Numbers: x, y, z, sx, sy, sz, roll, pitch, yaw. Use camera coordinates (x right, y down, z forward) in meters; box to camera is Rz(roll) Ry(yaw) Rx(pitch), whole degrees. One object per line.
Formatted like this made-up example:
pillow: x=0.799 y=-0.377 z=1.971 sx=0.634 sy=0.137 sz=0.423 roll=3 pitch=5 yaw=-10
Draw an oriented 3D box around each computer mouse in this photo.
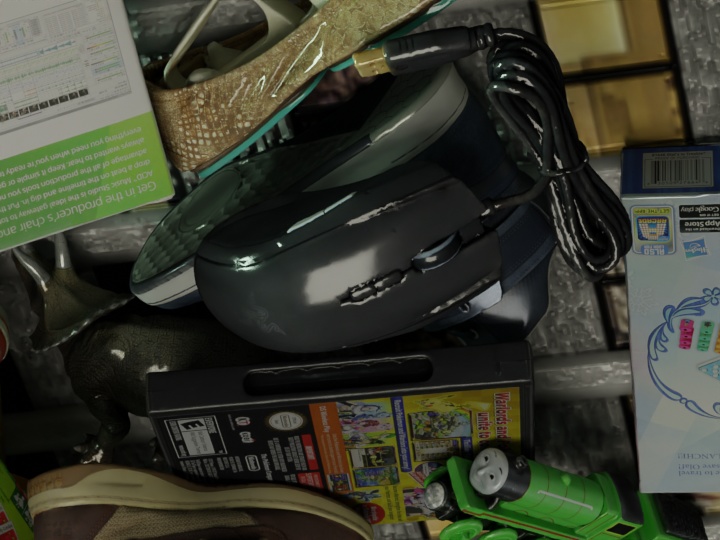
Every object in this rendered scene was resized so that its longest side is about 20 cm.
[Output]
computer mouse: x=0.008 y=-0.029 z=1.123 sx=0.199 sy=0.046 sz=0.141 roll=-12 pitch=123 yaw=15

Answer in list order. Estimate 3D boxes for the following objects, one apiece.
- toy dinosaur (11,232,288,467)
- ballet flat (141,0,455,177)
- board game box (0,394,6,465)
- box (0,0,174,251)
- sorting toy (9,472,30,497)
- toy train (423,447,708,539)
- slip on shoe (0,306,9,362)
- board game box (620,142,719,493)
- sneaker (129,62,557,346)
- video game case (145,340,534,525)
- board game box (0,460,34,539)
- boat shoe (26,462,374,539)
toy dinosaur: x=-0.093 y=0.053 z=1.293 sx=0.199 sy=0.077 sz=0.102 roll=18 pitch=147 yaw=-4
ballet flat: x=-0.026 y=-0.113 z=1.146 sx=0.199 sy=0.071 sz=0.065 roll=-34 pitch=105 yaw=28
board game box: x=-0.264 y=0.042 z=1.331 sx=0.152 sy=0.040 sz=0.201 roll=6 pitch=132 yaw=2
box: x=-0.174 y=-0.103 z=1.128 sx=0.143 sy=0.036 sz=0.201 roll=-18 pitch=116 yaw=-10
sorting toy: x=-0.196 y=0.148 z=1.371 sx=0.199 sy=0.037 sz=0.185 roll=19 pitch=150 yaw=-29
toy train: x=0.107 y=0.124 z=1.305 sx=0.056 sy=0.042 sz=0.199 roll=-34 pitch=147 yaw=28
slip on shoe: x=-0.262 y=0.066 z=1.284 sx=0.199 sy=0.061 sz=0.074 roll=-20 pitch=128 yaw=25
board game box: x=0.229 y=0.025 z=1.245 sx=0.198 sy=0.044 sz=0.200 roll=-1 pitch=131 yaw=8
sneaker: x=0.000 y=0.001 z=1.233 sx=0.202 sy=0.077 sz=0.146 roll=-27 pitch=120 yaw=27
video game case: x=-0.004 y=0.086 z=1.275 sx=0.179 sy=0.026 sz=0.200 roll=-5 pitch=157 yaw=2
board game box: x=-0.229 y=0.075 z=1.186 sx=0.047 sy=0.102 sz=0.201 roll=-21 pitch=114 yaw=22
boat shoe: x=-0.076 y=0.145 z=1.272 sx=0.199 sy=0.073 sz=0.072 roll=15 pitch=151 yaw=-40
